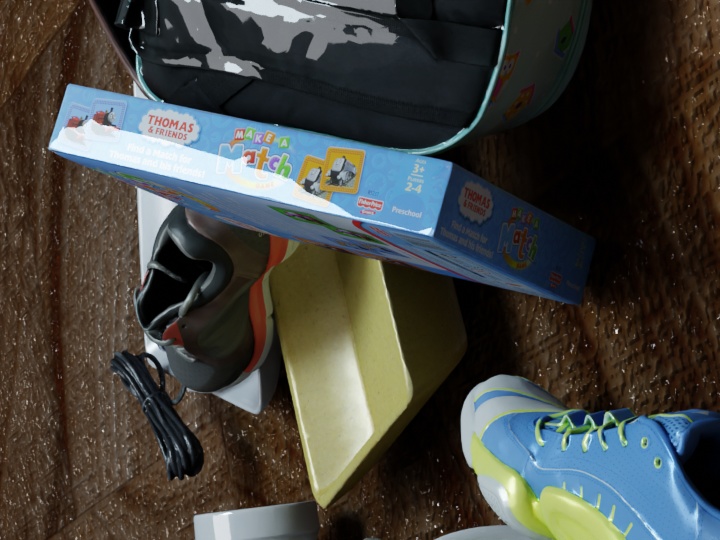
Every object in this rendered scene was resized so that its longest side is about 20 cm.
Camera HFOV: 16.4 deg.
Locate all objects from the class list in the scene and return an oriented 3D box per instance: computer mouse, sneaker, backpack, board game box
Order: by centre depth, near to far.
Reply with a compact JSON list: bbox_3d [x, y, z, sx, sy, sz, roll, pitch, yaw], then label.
[{"bbox_3d":[0.118,0.084,1.043,0.200,0.075,0.105,49,126,42],"label":"sneaker"},{"bbox_3d":[0.011,-0.141,1.103,0.199,0.153,0.177,17,107,37],"label":"backpack"},{"bbox_3d":[-0.015,-0.033,1.105,0.199,0.151,0.037,12,85,30],"label":"board game box"},{"bbox_3d":[-0.094,0.011,1.336,0.077,0.082,0.200,48,150,19],"label":"sneaker"},{"bbox_3d":[-0.109,0.029,1.476,0.201,0.044,0.110,107,148,-41],"label":"computer mouse"}]

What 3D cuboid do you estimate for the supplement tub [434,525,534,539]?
[{"bbox_3d":[0.059,0.229,1.093,0.146,0.145,0.201,-123,37,-46],"label":"supplement tub"}]

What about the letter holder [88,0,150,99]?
[{"bbox_3d":[-0.111,-0.182,1.363,0.100,0.142,0.200,-40,46,11],"label":"letter holder"}]

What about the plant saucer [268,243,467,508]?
[{"bbox_3d":[0.000,0.000,1.280,0.200,0.048,0.201,125,135,-64],"label":"plant saucer"}]

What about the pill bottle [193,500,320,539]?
[{"bbox_3d":[-0.046,0.230,1.370,0.111,0.110,0.201,164,100,-65],"label":"pill bottle"}]

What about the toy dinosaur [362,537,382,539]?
[{"bbox_3d":[-0.051,0.226,1.274,0.086,0.135,0.201,-21,-49,-76],"label":"toy dinosaur"}]

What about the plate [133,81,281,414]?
[{"bbox_3d":[-0.089,-0.027,1.512,0.200,0.032,0.201,-165,71,-64],"label":"plate"}]
